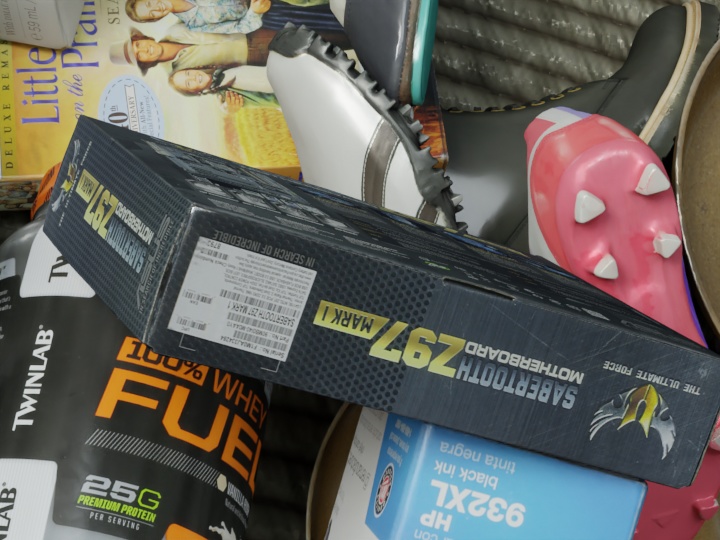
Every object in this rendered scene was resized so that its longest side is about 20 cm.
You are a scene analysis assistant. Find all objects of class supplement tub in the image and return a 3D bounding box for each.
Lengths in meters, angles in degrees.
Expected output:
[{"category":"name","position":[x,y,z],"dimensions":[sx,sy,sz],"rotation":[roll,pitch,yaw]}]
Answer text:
[{"category":"supplement tub","position":[-0.098,0.063,0.779],"dimensions":[0.122,0.123,0.201],"rotation":[15,65,-12]}]

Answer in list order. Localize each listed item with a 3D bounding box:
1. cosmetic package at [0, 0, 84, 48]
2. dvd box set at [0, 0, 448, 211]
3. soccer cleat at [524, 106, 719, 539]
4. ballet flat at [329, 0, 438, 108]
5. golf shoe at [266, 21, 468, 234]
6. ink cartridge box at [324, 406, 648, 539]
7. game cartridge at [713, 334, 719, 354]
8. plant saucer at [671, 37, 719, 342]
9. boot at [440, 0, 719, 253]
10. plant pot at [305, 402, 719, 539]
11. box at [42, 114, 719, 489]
[{"category":"cosmetic package","position":[-0.212,-0.158,0.820],"dimensions":[0.199,0.102,0.074],"rotation":[9,65,3]},{"category":"dvd box set","position":[-0.070,-0.099,0.881],"dimensions":[0.199,0.029,0.147],"rotation":[-2,62,-9]},{"category":"soccer cleat","position":[0.107,0.027,0.832],"dimensions":[0.066,0.077,0.201],"rotation":[-19,118,-9]},{"category":"ballet flat","position":[0.012,-0.155,0.866],"dimensions":[0.073,0.073,0.201],"rotation":[19,62,-11]},{"category":"golf shoe","position":[0.000,0.000,0.812],"dimensions":[0.094,0.078,0.200],"rotation":[-30,101,-8]},{"category":"ink cartridge box","position":[0.022,0.151,0.731],"dimensions":[0.083,0.145,0.201],"rotation":[16,90,-9]},{"category":"game cartridge","position":[0.232,-0.002,0.967],"dimensions":[0.133,0.040,0.201],"rotation":[8,66,-11]},{"category":"plant saucer","position":[0.208,-0.021,0.906],"dimensions":[0.200,0.035,0.201],"rotation":[8,75,-31]},{"category":"boot","position":[0.079,-0.071,0.928],"dimensions":[0.138,0.078,0.200],"rotation":[21,50,8]},{"category":"plant pot","position":[0.069,0.120,0.866],"dimensions":[0.199,0.027,0.201],"rotation":[6,67,-15]},{"category":"box","position":[0.004,0.008,0.690],"dimensions":[0.199,0.158,0.051],"rotation":[17,98,-24]}]
